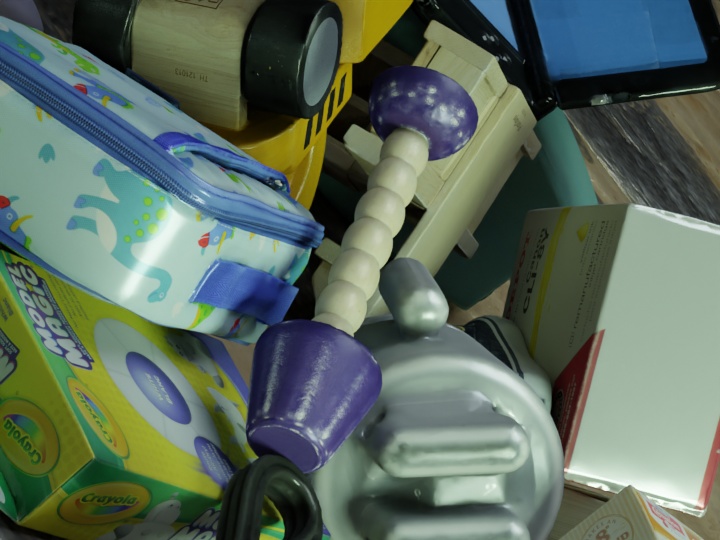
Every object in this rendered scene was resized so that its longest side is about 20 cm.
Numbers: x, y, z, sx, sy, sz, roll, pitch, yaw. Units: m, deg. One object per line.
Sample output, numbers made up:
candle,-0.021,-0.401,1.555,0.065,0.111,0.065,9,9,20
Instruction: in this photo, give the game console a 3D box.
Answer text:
game console,0.108,-0.188,1.629,0.176,0.116,0.200,43,23,-34

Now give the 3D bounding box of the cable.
cable,-0.057,0.133,1.059,0.097,0.050,0.200,41,24,-24

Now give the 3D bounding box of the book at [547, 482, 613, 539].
book,0.147,0.168,1.472,0.200,0.048,0.134,37,-10,-36

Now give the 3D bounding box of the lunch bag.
lunch bag,-0.104,-0.036,1.194,0.161,0.082,0.200,35,4,16

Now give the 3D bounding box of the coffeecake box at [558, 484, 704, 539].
coffeecake box,0.102,0.212,1.141,0.073,0.154,0.200,38,19,-36

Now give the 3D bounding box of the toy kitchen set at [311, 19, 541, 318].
toy kitchen set,-0.026,-0.063,1.507,0.180,0.163,0.200,32,-4,14

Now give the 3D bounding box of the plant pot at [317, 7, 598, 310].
plant pot,0.046,-0.086,1.703,0.200,0.141,0.141,53,16,1

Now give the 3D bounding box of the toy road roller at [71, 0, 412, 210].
toy road roller,-0.057,-0.100,1.382,0.123,0.146,0.200,14,34,16

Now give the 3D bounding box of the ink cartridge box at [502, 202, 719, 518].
ink cartridge box,0.133,0.043,1.483,0.083,0.145,0.200,14,-2,-11

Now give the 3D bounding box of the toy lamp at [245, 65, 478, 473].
toy lamp,0.000,0.000,1.198,0.058,0.058,0.200,43,50,-23

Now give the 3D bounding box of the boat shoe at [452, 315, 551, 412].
boat shoe,0.038,0.055,1.481,0.091,0.071,0.200,13,4,-9

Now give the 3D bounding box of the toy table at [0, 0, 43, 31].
toy table,-0.200,-0.213,1.369,0.200,0.117,0.184,42,17,-21

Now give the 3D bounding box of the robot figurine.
robot figurine,0.024,0.081,1.259,0.113,0.170,0.200,2,7,-10

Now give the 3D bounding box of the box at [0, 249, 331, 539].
box,-0.103,0.059,1.137,0.200,0.048,0.117,23,31,-55
